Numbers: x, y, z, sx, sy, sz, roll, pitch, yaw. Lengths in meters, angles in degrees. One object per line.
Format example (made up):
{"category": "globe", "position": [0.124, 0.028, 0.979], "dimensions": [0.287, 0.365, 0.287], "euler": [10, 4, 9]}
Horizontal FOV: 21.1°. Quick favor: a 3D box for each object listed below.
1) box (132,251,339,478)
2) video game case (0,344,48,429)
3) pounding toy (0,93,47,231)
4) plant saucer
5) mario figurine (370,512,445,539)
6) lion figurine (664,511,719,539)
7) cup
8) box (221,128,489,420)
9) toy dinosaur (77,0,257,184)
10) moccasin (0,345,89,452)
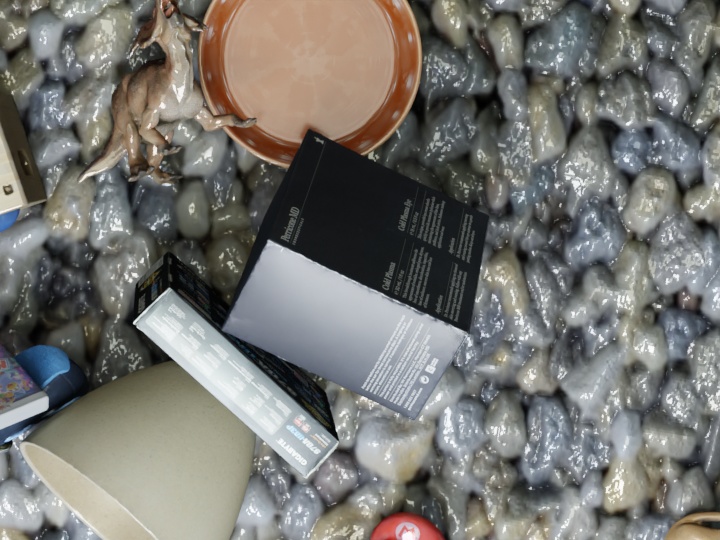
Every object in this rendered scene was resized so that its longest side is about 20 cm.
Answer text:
{"category": "box", "position": [-0.107, 0.077, 1.662], "dimensions": [0.200, 0.159, 0.046], "euler": [43, 95, -13]}
{"category": "video game case", "position": [-0.377, 0.080, 1.635], "dimensions": [0.143, 0.200, 0.018], "euler": [-22, 137, -33]}
{"category": "pounding toy", "position": [-0.370, -0.055, 1.630], "dimensions": [0.184, 0.200, 0.142], "euler": [-19, 95, -2]}
{"category": "plant saucer", "position": [-0.045, -0.190, 1.726], "dimensions": [0.200, 0.032, 0.201], "euler": [0, 94, -2]}
{"category": "mario figurine", "position": [0.023, 0.313, 1.719], "dimensions": [0.123, 0.106, 0.200], "euler": [5, 103, -38]}
{"category": "lion figurine", "position": [0.295, 0.291, 1.763], "dimensions": [0.122, 0.072, 0.200], "euler": [18, 78, 6]}
{"category": "cup", "position": [-0.172, 0.164, 1.673], "dimensions": [0.200, 0.200, 0.143], "euler": [43, 71, -5]}
{"category": "box", "position": [0.000, 0.000, 1.644], "dimensions": [0.182, 0.200, 0.104], "euler": [26, 122, -6]}
{"category": "toy dinosaur", "position": [-0.182, -0.156, 1.688], "dimensions": [0.200, 0.086, 0.136], "euler": [-35, 76, 38]}
{"category": "moccasin", "position": [-0.325, 0.138, 1.690], "dimensions": [0.200, 0.068, 0.081], "euler": [-24, 54, 20]}
